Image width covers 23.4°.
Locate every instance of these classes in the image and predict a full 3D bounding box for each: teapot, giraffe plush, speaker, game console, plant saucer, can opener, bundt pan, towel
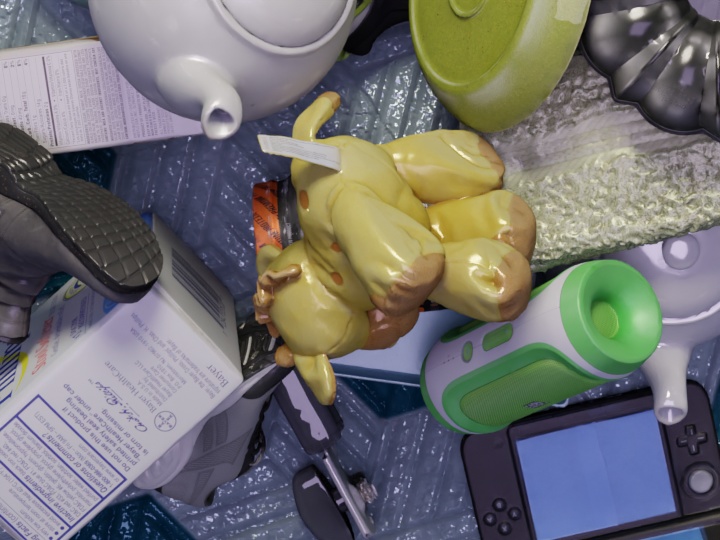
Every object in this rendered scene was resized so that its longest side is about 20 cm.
[{"bbox_3d":[0.222,-0.031,1.267,0.197,0.146,0.200,-44,95,7],"label":"teapot"},{"bbox_3d":[-0.071,-0.198,1.136,0.197,0.146,0.201,-21,97,-35],"label":"teapot"},{"bbox_3d":[0.000,0.000,1.157,0.199,0.173,0.163,20,129,-10],"label":"giraffe plush"},{"bbox_3d":[0.124,0.058,1.241,0.088,0.200,0.089,12,66,-28],"label":"speaker"},{"bbox_3d":[0.189,0.194,1.317,0.199,0.119,0.173,-13,99,2],"label":"game console"},{"bbox_3d":[0.067,0.058,1.348,0.199,0.019,0.070,8,99,0],"label":"plant saucer"},{"bbox_3d":[-0.043,0.125,1.343,0.066,0.053,0.201,-24,98,5],"label":"can opener"},{"bbox_3d":[0.227,-0.178,1.095,0.201,0.076,0.203,2,101,13],"label":"bundt pan"},{"bbox_3d":[0.167,-0.083,1.184,0.199,0.036,0.149,-12,88,13],"label":"towel"},{"bbox_3d":[0.084,-0.194,1.156,0.031,0.200,0.201,4,101,-30],"label":"plant saucer"}]

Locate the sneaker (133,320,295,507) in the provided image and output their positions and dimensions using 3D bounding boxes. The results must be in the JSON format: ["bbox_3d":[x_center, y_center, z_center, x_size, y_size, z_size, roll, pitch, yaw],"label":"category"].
[{"bbox_3d":[-0.097,0.110,1.314,0.079,0.074,0.200,31,128,-16],"label":"sneaker"}]

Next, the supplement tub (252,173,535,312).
[{"bbox_3d":[0.025,-0.028,1.282,0.199,0.123,0.123,-7,99,3],"label":"supplement tub"}]

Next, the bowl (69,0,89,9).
[{"bbox_3d":[-0.177,-0.284,1.254,0.199,0.105,0.202,0,100,1],"label":"bowl"}]

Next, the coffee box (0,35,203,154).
[{"bbox_3d":[-0.200,-0.130,1.275,0.199,0.113,0.080,-7,99,3],"label":"coffee box"}]

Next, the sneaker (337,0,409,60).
[{"bbox_3d":[0.041,-0.235,1.289,0.200,0.072,0.083,-39,135,-2],"label":"sneaker"}]

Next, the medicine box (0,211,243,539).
[{"bbox_3d":[-0.192,0.078,1.265,0.200,0.182,0.103,-41,107,6],"label":"medicine box"}]

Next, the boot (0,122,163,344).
[{"bbox_3d":[-0.219,-0.002,1.191,0.200,0.070,0.132,39,121,32],"label":"boot"}]
